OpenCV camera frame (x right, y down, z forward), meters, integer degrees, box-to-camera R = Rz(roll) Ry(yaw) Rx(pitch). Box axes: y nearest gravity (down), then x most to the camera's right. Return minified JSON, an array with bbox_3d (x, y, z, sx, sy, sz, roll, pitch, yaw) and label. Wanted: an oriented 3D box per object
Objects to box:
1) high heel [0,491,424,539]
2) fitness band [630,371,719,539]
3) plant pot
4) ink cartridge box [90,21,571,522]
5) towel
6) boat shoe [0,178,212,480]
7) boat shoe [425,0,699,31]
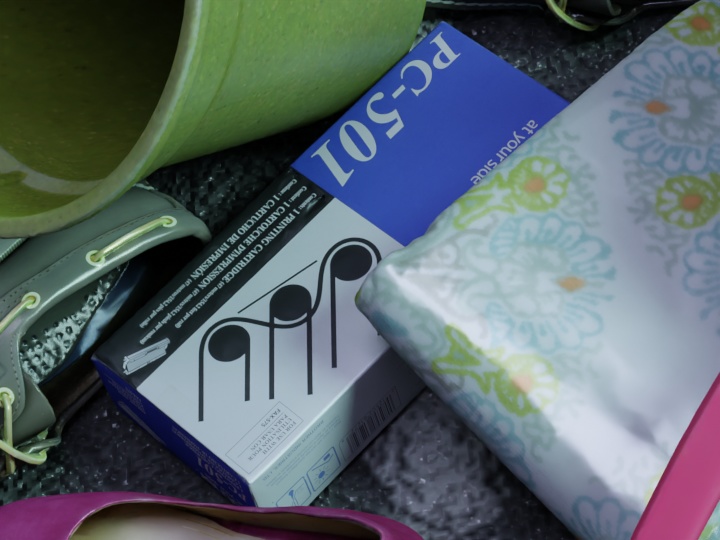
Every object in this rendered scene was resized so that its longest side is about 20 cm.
[{"bbox_3d":[-0.063,0.100,0.870,0.199,0.096,0.068,16,61,25],"label":"high heel"},{"bbox_3d":[0.165,0.091,0.792,0.143,0.037,0.201,29,101,11],"label":"fitness band"},{"bbox_3d":[-0.076,-0.120,0.957,0.199,0.184,0.202,5,98,37],"label":"plant pot"},{"bbox_3d":[0.000,0.000,0.957,0.094,0.044,0.200,36,70,31],"label":"ink cartridge box"},{"bbox_3d":[0.125,0.008,0.894,0.200,0.048,0.171,-39,68,-17],"label":"towel"},{"bbox_3d":[-0.138,0.040,0.951,0.060,0.072,0.202,24,61,34],"label":"boat shoe"},{"bbox_3d":[0.103,-0.133,1.005,0.200,0.072,0.061,-9,61,17],"label":"boat shoe"}]
